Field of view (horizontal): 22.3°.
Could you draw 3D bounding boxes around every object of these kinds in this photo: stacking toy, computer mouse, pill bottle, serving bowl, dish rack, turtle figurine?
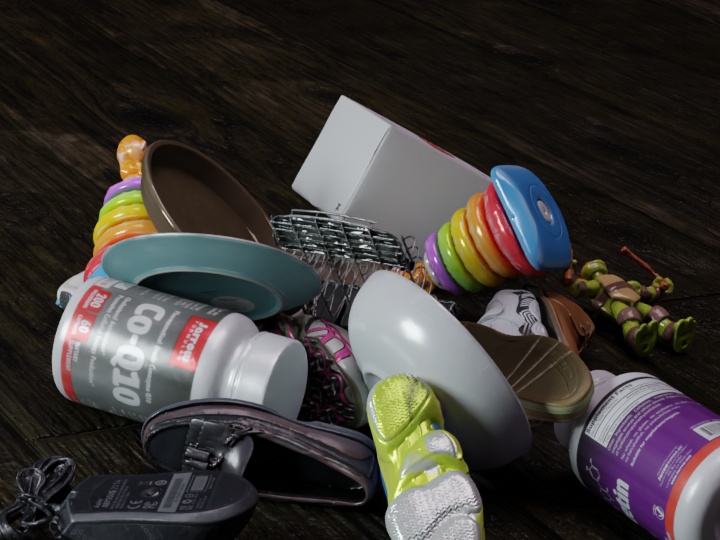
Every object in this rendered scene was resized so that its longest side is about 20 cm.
[{"bbox_3d":[-0.218,-0.049,1.781,0.109,0.116,0.201,17,48,-32],"label":"stacking toy"},{"bbox_3d":[-0.173,0.189,1.384,0.198,0.053,0.139,0,17,11],"label":"computer mouse"},{"bbox_3d":[-0.154,0.082,1.578,0.199,0.115,0.114,14,21,19],"label":"pill bottle"},{"bbox_3d":[0.251,0.157,1.520,0.112,0.113,0.200,-6,23,-32],"label":"pill bottle"},{"bbox_3d":[0.055,0.098,1.554,0.066,0.201,0.200,-41,39,-15],"label":"serving bowl"},{"bbox_3d":[0.108,-0.015,1.884,0.199,0.117,0.110,-30,-12,23],"label":"stacking toy"},{"bbox_3d":[0.000,0.000,1.744,0.152,0.201,0.055,8,57,23],"label":"dish rack"},{"bbox_3d":[0.269,0.032,1.938,0.199,0.065,0.161,11,24,-36],"label":"turtle figurine"}]

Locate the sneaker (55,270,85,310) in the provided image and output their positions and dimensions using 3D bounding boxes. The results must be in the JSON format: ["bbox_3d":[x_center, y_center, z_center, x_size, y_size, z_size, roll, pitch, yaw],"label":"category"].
[{"bbox_3d":[-0.231,-0.009,1.845,0.075,0.087,0.200,21,25,29],"label":"sneaker"}]

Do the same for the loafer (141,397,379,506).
[{"bbox_3d":[-0.080,0.152,1.485,0.198,0.072,0.063,9,24,-6],"label":"loafer"}]

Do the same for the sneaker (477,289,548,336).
[{"bbox_3d":[0.117,0.068,1.768,0.114,0.076,0.200,7,23,-8],"label":"sneaker"}]

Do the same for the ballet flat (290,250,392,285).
[{"bbox_3d":[-0.044,-0.018,1.961,0.198,0.068,0.068,8,20,0],"label":"ballet flat"}]

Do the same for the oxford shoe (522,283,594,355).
[{"bbox_3d":[0.204,0.062,1.832,0.071,0.072,0.200,10,18,-4],"label":"oxford shoe"}]

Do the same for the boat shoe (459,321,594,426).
[{"bbox_3d":[0.132,0.098,1.586,0.073,0.063,0.200,-40,31,-27],"label":"boat shoe"}]

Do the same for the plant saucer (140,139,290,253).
[{"bbox_3d":[-0.140,-0.041,1.763,0.200,0.029,0.201,41,22,-21],"label":"plant saucer"}]

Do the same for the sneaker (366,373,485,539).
[{"bbox_3d":[0.055,0.183,1.444,0.075,0.105,0.201,-11,53,0],"label":"sneaker"}]

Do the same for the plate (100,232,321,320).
[{"bbox_3d":[-0.134,0.013,1.635,0.198,0.026,0.200,4,-21,2],"label":"plate"}]

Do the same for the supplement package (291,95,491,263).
[{"bbox_3d":[0.050,-0.085,1.996,0.199,0.120,0.121,25,8,-35],"label":"supplement package"}]

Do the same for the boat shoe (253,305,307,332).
[{"bbox_3d":[-0.108,0.022,1.837,0.073,0.061,0.200,16,22,25],"label":"boat shoe"}]

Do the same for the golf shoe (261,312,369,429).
[{"bbox_3d":[-0.022,0.086,1.675,0.091,0.073,0.200,0,21,-23],"label":"golf shoe"}]
